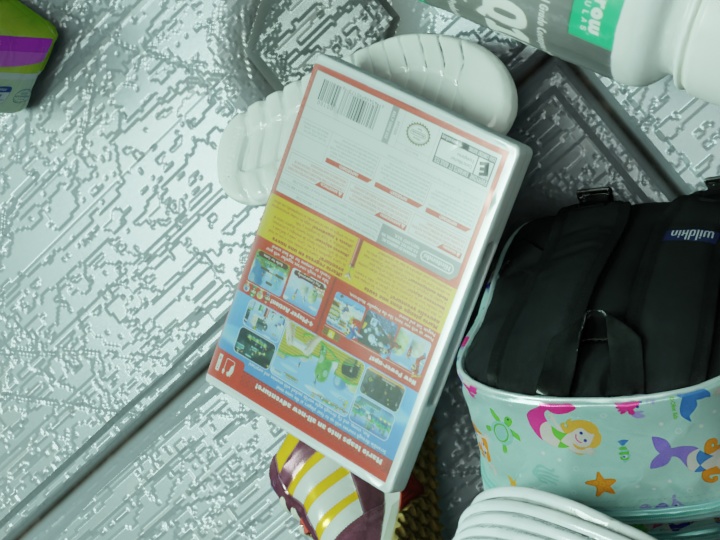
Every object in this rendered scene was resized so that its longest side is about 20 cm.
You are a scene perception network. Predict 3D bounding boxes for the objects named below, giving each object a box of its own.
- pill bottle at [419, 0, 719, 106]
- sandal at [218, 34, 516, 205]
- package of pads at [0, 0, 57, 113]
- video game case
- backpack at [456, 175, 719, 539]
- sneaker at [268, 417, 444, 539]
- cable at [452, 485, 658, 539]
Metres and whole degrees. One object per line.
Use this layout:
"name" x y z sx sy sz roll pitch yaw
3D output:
"pill bottle" 0.125 -0.165 0.953 0.200 0.113 0.113 25 101 19
"sandal" 0.006 -0.084 1.037 0.202 0.050 0.083 -9 75 34
"package of pads" -0.302 -0.166 1.103 0.200 0.154 0.068 32 106 17
"video game case" 0.000 0.000 0.984 0.143 0.017 0.200 28 105 32
"backpack" 0.142 0.055 0.913 0.177 0.200 0.151 -3 111 21
"sneaker" -0.006 0.140 1.023 0.090 0.075 0.200 -12 59 24
"cable" 0.118 0.189 0.845 0.200 0.200 0.069 29 64 26
